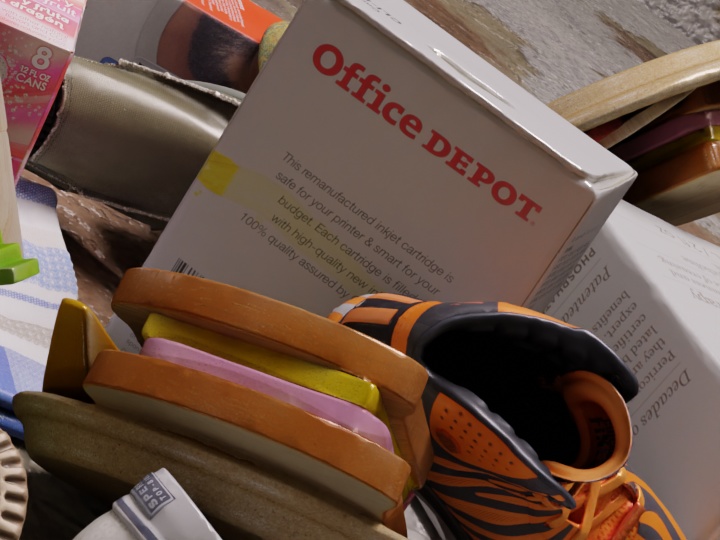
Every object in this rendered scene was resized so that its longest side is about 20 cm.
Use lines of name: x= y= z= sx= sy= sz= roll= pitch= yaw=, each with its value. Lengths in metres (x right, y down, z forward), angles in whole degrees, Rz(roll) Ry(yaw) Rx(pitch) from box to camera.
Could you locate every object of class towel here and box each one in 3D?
towel: x=-0.177 y=-0.006 z=0.839 sx=0.147 sy=0.024 sz=0.200 roll=26 pitch=22 yaw=-29

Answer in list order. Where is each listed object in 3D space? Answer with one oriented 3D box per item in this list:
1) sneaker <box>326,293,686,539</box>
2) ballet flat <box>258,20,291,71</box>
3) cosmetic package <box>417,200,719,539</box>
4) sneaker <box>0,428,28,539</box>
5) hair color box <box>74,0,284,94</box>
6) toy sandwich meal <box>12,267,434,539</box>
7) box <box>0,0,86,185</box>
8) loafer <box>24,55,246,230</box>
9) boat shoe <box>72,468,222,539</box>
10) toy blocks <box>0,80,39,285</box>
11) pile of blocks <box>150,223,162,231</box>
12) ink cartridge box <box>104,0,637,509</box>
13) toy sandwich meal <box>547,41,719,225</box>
sneaker: x=0.076 y=0.082 z=0.753 sx=0.200 sy=0.078 sz=0.112 roll=38 pitch=-20 yaw=-24
ballet flat: x=-0.001 y=-0.056 z=0.961 sx=0.071 sy=0.071 sz=0.200 roll=21 pitch=43 yaw=-39
cosmetic package: x=0.145 y=0.095 z=0.955 sx=0.167 sy=0.166 sz=0.200 roll=21 pitch=25 yaw=-40
sneaker: x=-0.156 y=0.129 z=0.501 sx=0.070 sy=0.108 sz=0.200 roll=36 pitch=48 yaw=-9
hair color box: x=-0.084 y=-0.088 z=1.066 sx=0.200 sy=0.111 sz=0.064 roll=27 pitch=22 yaw=-26
toy sandwich meal: x=-0.034 y=0.064 z=0.722 sx=0.205 sy=0.070 sz=0.205 roll=22 pitch=-13 yaw=5
box: x=-0.221 y=-0.105 z=0.819 sx=0.200 sy=0.103 sz=0.095 roll=22 pitch=26 yaw=-13
loafer: x=-0.121 y=-0.062 z=0.933 sx=0.200 sy=0.075 sz=0.070 roll=14 pitch=6 yaw=12
boat shoe: x=-0.032 y=0.159 z=0.635 sx=0.200 sy=0.070 sz=0.071 roll=56 pitch=-10 yaw=-18
toy blocks: x=-0.175 y=-0.058 z=0.698 sx=0.100 sy=0.137 sz=0.200 roll=-5 pitch=7 yaw=13
pile of blocks: x=-0.045 y=0.022 z=0.980 sx=0.200 sy=0.082 sz=0.062 roll=55 pitch=-19 yaw=22
ink cartridge box: x=0.000 y=0.000 z=0.852 sx=0.145 sy=0.200 sz=0.083 roll=37 pitch=18 yaw=11
toy sandwich meal: x=0.139 y=-0.053 z=1.029 sx=0.205 sy=0.205 sz=0.070 roll=-10 pitch=77 yaw=-66
